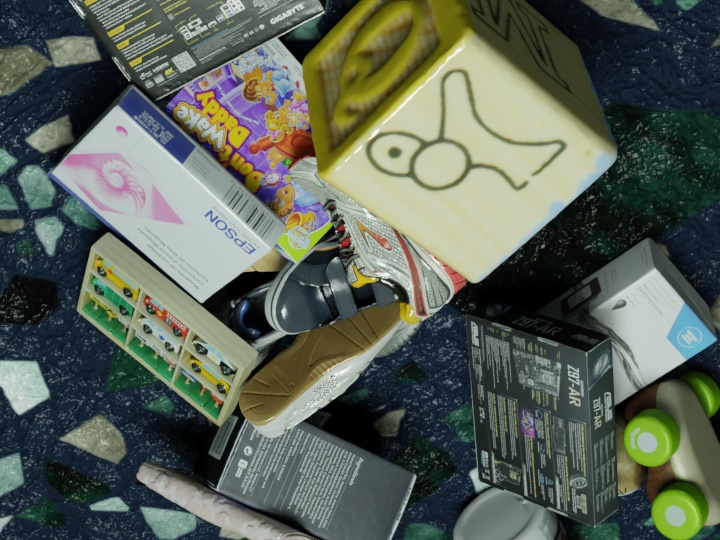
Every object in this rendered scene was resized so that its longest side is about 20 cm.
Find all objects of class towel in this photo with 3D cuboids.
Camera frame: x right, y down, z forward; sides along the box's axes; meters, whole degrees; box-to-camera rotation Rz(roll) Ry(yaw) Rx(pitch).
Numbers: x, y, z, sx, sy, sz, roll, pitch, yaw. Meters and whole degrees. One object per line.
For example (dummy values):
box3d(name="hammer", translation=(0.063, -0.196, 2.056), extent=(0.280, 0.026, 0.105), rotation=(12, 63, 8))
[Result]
box3d(name="towel", translation=(-0.119, 0.268, 1.728), extent=(0.198, 0.033, 0.191), rotation=(20, 171, 30))

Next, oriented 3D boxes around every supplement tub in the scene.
box3d(name="supplement tub", translation=(0.196, 0.350, 1.834), extent=(0.121, 0.123, 0.201), rotation=(-23, 119, 15))

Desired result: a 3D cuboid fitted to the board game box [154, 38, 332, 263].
box3d(name="board game box", translation=(-0.086, -0.126, 1.540), extent=(0.135, 0.045, 0.200), rotation=(-47, 111, -8))

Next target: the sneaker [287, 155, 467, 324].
box3d(name="sneaker", translation=(0.007, -0.031, 1.508), extent=(0.200, 0.078, 0.082), rotation=(43, 81, -4))

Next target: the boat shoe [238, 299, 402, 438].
box3d(name="boat shoe", translation=(-0.033, 0.093, 1.628), extent=(0.199, 0.071, 0.070), rotation=(-37, 147, -6))

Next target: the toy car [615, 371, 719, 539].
box3d(name="toy car", translation=(0.285, 0.212, 1.724), extent=(0.198, 0.164, 0.160), rotation=(-21, 92, 34))

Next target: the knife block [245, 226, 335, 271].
box3d(name="knife block", translation=(-0.125, -0.087, 1.597), extent=(0.197, 0.064, 0.177), rotation=(-1, 123, 2))

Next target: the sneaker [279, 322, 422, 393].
box3d(name="sneaker", translation=(0.000, 0.052, 1.678), extent=(0.082, 0.073, 0.200), rotation=(41, 112, -17))

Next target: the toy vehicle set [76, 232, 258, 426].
box3d(name="toy vehicle set", translation=(-0.199, 0.061, 1.639), extent=(0.199, 0.027, 0.125), rotation=(38, 144, 9))

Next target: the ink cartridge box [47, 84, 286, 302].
box3d(name="ink cartridge box", translation=(-0.196, -0.058, 1.540), extent=(0.196, 0.043, 0.200), rotation=(41, 139, -12))

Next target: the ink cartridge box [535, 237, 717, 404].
box3d(name="ink cartridge box", translation=(0.257, 0.072, 1.689), extent=(0.199, 0.067, 0.116), rotation=(-36, 115, 22))

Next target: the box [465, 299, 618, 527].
box3d(name="box", translation=(0.186, 0.145, 1.650), extent=(0.159, 0.043, 0.202), rotation=(16, 122, 43))

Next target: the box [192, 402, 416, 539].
box3d(name="box", translation=(-0.062, 0.218, 1.724), extent=(0.198, 0.148, 0.105), rotation=(26, 83, -14))

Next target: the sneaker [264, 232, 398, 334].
box3d(name="sneaker", translation=(0.000, 0.000, 1.581), extent=(0.199, 0.079, 0.079), rotation=(-35, 123, -21))

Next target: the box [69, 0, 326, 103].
box3d(name="box", translation=(-0.150, -0.257, 1.420), extent=(0.198, 0.050, 0.160), rotation=(-25, 121, 19))

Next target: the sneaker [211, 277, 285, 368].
box3d(name="sneaker", translation=(-0.116, 0.053, 1.657), extent=(0.199, 0.085, 0.078), rotation=(-35, 79, 23))

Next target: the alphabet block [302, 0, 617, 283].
box3d(name="alphabet block", translation=(0.085, -0.148, 1.460), extent=(0.199, 0.197, 0.195), rotation=(34, 116, -30))
